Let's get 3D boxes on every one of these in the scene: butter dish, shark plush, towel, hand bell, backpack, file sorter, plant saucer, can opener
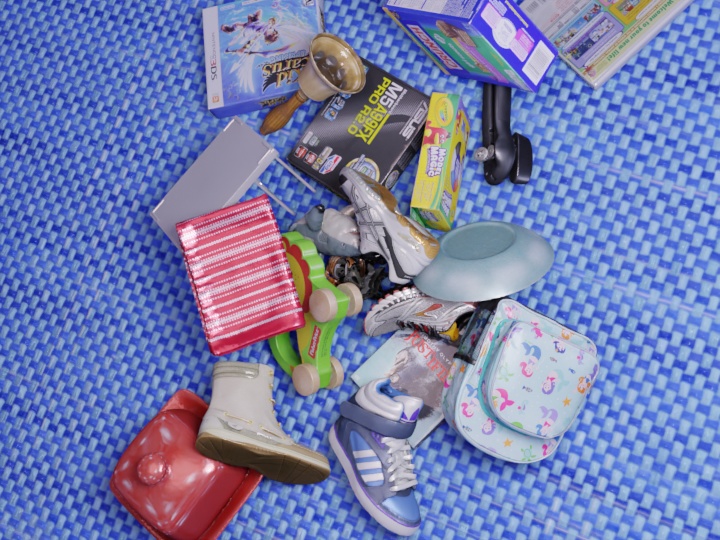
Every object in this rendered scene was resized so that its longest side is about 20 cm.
[{"bbox_3d":[-0.272,0.290,1.621,0.200,0.148,0.200,37,90,22],"label":"butter dish"},{"bbox_3d":[-0.076,-0.036,1.650,0.199,0.091,0.084,-20,81,32],"label":"shark plush"},{"bbox_3d":[-0.170,0.007,1.583,0.144,0.022,0.201,-17,84,4],"label":"towel"},{"bbox_3d":[-0.094,-0.265,1.726,0.200,0.104,0.105,-34,64,41],"label":"hand bell"},{"bbox_3d":[0.208,0.153,1.496,0.177,0.151,0.201,27,92,-15],"label":"backpack"},{"bbox_3d":[-0.187,-0.100,1.694,0.200,0.124,0.139,-48,40,1],"label":"file sorter"},{"bbox_3d":[0.165,-0.025,1.556,0.200,0.039,0.201,-10,28,5],"label":"plant saucer"},{"bbox_3d":[0.203,-0.218,1.661,0.063,0.078,0.201,-28,60,47],"label":"can opener"}]

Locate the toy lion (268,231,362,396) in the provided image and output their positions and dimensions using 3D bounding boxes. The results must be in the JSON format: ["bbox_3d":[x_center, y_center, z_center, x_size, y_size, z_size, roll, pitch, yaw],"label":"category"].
[{"bbox_3d":[-0.092,0.053,1.637,0.192,0.068,0.201,35,123,37],"label":"toy lion"}]

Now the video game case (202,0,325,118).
[{"bbox_3d":[-0.152,-0.352,1.809,0.199,0.045,0.182,-10,74,15],"label":"video game case"}]

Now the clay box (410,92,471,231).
[{"bbox_3d":[0.116,-0.142,1.631,0.047,0.115,0.201,7,79,16],"label":"clay box"}]

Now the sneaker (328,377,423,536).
[{"bbox_3d":[0.048,0.244,1.546,0.147,0.080,0.200,-52,59,28],"label":"sneaker"}]

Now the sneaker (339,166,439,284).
[{"bbox_3d":[0.018,-0.063,1.556,0.088,0.076,0.200,-52,55,18],"label":"sneaker"}]

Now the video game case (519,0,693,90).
[{"bbox_3d":[0.360,-0.393,1.671,0.200,0.022,0.182,-42,68,2],"label":"video game case"}]

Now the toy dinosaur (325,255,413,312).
[{"bbox_3d":[0.000,0.000,1.657,0.136,0.102,0.201,42,120,36],"label":"toy dinosaur"}]

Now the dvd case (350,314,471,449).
[{"bbox_3d":[0.102,0.135,1.612,0.200,0.022,0.146,-43,68,1],"label":"dvd case"}]

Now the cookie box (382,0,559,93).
[{"bbox_3d":[0.155,-0.342,1.605,0.200,0.171,0.075,26,82,51],"label":"cookie box"}]

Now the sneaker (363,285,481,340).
[{"bbox_3d":[0.099,0.062,1.580,0.199,0.078,0.082,-16,72,12],"label":"sneaker"}]

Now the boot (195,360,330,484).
[{"bbox_3d":[-0.131,0.217,1.628,0.199,0.072,0.155,20,44,-15],"label":"boot"}]

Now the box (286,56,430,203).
[{"bbox_3d":[0.007,-0.205,1.719,0.160,0.044,0.200,34,88,24],"label":"box"}]
